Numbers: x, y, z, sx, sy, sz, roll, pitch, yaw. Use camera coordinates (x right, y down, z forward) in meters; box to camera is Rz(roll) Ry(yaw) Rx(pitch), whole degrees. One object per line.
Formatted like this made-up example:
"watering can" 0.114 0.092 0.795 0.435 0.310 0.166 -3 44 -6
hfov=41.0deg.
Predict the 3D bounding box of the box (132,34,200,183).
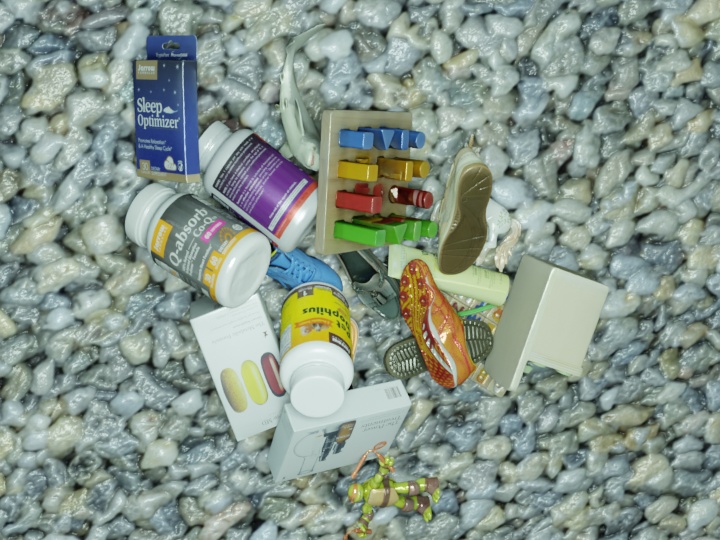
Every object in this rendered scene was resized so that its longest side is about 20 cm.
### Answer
"box" -0.278 -0.231 1.377 0.032 0.120 0.205 -11 106 -47

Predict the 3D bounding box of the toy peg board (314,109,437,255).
"toy peg board" 0.037 -0.126 1.400 0.198 0.096 0.204 -10 108 -52

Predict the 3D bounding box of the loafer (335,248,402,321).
"loafer" 0.000 0.000 1.486 0.071 0.063 0.202 -28 103 23

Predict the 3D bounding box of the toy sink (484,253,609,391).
"toy sink" 0.293 0.094 1.518 0.110 0.130 0.204 18 95 -13

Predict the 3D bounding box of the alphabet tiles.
"alphabet tiles" 0.195 0.091 1.572 0.198 0.008 0.169 30 96 -14

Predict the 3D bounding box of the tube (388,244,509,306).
"tube" 0.136 0.007 1.511 0.196 0.058 0.053 16 91 -10

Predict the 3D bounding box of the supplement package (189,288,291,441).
"supplement package" -0.174 0.134 1.468 0.112 0.110 0.204 -21 104 -4

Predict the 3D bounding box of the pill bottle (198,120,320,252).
"pill bottle" -0.150 -0.127 1.405 0.199 0.112 0.113 38 94 1

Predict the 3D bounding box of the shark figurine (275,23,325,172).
"shark figurine" -0.079 -0.244 1.437 0.088 0.127 0.219 -7 85 -32

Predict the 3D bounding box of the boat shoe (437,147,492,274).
"boat shoe" 0.150 -0.085 1.435 0.071 0.065 0.203 -4 129 -14

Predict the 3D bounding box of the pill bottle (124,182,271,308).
"pill bottle" -0.235 -0.040 1.382 0.198 0.116 0.118 29 98 20

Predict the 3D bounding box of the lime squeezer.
"lime squeezer" 0.126 0.053 1.538 0.196 0.038 0.072 19 66 -12

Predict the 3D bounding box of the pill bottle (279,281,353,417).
"pill bottle" -0.065 0.116 1.411 0.107 0.202 0.111 -2 127 -3

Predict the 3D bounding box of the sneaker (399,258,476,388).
"sneaker" 0.116 0.077 1.469 0.077 0.072 0.204 -27 101 -42

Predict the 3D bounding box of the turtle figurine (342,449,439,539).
"turtle figurine" 0.041 0.373 1.577 0.158 0.065 0.204 9 113 -15

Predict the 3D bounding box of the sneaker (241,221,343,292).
"sneaker" -0.111 -0.006 1.467 0.198 0.078 0.067 32 93 -15

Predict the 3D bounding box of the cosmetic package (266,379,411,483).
"cosmetic package" -0.034 0.247 1.477 0.196 0.052 0.152 -9 145 -25

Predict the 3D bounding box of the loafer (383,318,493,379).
"loafer" 0.119 0.121 1.531 0.196 0.067 0.078 -9 94 -23

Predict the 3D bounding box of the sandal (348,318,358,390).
"sandal" -0.047 0.177 1.523 0.077 0.059 0.211 9 100 -10

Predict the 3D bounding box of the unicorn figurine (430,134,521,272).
"unicorn figurine" 0.176 -0.100 1.503 0.199 0.074 0.138 40 86 -29
